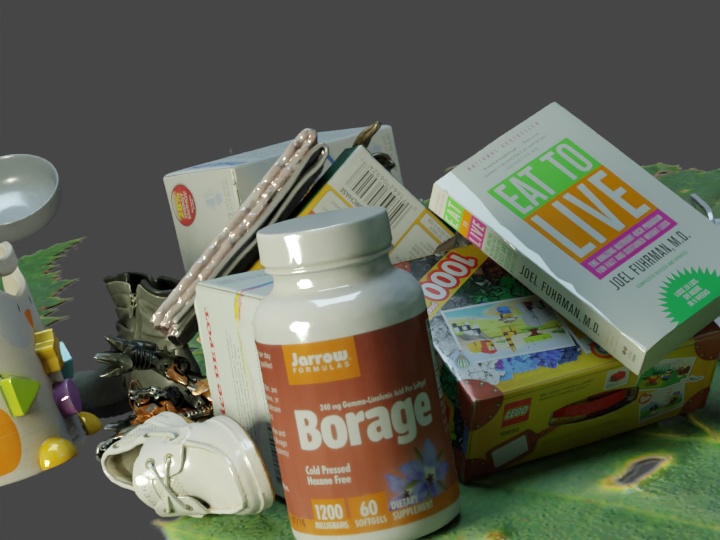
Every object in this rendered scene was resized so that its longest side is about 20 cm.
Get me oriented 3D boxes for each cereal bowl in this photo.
[{"bbox_3d":[-0.627,-0.115,3.536,0.198,0.084,0.201,-5,40,4],"label":"cereal bowl"}]

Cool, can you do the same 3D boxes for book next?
[{"bbox_3d":[0.163,-0.022,1.384,0.133,0.048,0.200,-32,58,-35],"label":"book"}]

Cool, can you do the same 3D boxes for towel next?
[{"bbox_3d":[-0.095,-0.023,1.595,0.200,0.032,0.191,-51,1,-4],"label":"towel"}]

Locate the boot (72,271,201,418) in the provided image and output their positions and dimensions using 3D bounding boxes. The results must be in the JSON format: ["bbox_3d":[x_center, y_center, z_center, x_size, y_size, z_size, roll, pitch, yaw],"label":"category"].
[{"bbox_3d":[-0.207,0.062,1.769,0.067,0.132,0.199,-18,11,-40],"label":"boot"}]

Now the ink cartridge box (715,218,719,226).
[{"bbox_3d":[0.313,-0.011,1.896,0.198,0.041,0.200,-6,10,31],"label":"ink cartridge box"}]

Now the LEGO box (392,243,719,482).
[{"bbox_3d":[0.128,0.048,1.391,0.198,0.078,0.149,-14,44,-22],"label":"LEGO box"}]

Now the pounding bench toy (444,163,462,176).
[{"bbox_3d":[0.138,-0.051,2.098,0.198,0.126,0.156,-13,8,-12],"label":"pounding bench toy"}]

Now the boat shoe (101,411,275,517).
[{"bbox_3d":[-0.124,0.143,1.368,0.069,0.071,0.200,-22,8,-26],"label":"boat shoe"}]

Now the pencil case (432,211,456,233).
[{"bbox_3d":[0.149,-0.008,1.623,0.078,0.199,0.087,-57,-8,-30],"label":"pencil case"}]

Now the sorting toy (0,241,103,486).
[{"bbox_3d":[-0.294,0.071,1.655,0.106,0.182,0.200,-10,9,6],"label":"sorting toy"}]

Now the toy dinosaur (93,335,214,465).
[{"bbox_3d":[-0.137,0.117,1.558,0.135,0.103,0.199,14,3,35],"label":"toy dinosaur"}]

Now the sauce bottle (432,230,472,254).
[{"bbox_3d":[0.073,0.023,1.492,0.064,0.201,0.065,10,41,-9],"label":"sauce bottle"}]

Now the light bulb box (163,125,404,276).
[{"bbox_3d":[-0.061,-0.024,1.927,0.199,0.200,0.124,-18,9,-37],"label":"light bulb box"}]

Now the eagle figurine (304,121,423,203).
[{"bbox_3d":[-0.007,0.001,1.699,0.149,0.202,0.152,-12,-23,1],"label":"eagle figurine"}]

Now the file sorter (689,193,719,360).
[{"bbox_3d":[0.366,-0.013,1.561,0.198,0.126,0.139,-11,8,4],"label":"file sorter"}]

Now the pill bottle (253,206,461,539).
[{"bbox_3d":[-0.006,0.066,1.244,0.111,0.202,0.112,-11,8,2],"label":"pill bottle"}]

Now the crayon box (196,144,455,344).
[{"bbox_3d":[-0.024,0.018,1.554,0.200,0.126,0.052,-50,11,-10],"label":"crayon box"}]

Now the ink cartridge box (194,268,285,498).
[{"bbox_3d":[-0.041,0.078,1.400,0.082,0.147,0.200,-12,9,-21],"label":"ink cartridge box"}]
